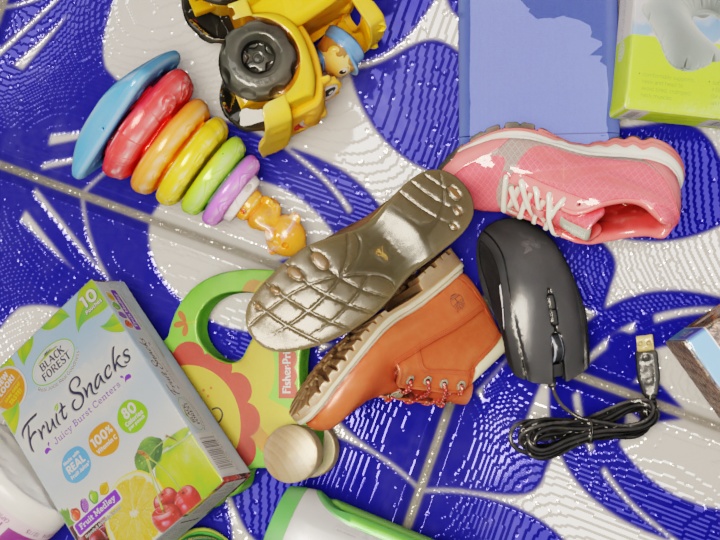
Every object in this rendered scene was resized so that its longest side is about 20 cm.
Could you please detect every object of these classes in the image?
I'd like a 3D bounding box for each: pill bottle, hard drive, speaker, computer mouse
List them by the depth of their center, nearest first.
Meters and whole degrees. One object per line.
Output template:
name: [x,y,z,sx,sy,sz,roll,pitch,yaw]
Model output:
computer mouse: [0.173,0.044,0.886,0.140,0.046,0.201,-3,71,-16]
speaker: [0.022,0.243,0.888,0.199,0.088,0.089,21,89,8]
pill bottle: [-0.345,0.230,0.922,0.200,0.112,0.112,-44,83,3]
hard drive: [0.147,-0.192,0.927,0.131,0.025,0.201,-1,87,8]

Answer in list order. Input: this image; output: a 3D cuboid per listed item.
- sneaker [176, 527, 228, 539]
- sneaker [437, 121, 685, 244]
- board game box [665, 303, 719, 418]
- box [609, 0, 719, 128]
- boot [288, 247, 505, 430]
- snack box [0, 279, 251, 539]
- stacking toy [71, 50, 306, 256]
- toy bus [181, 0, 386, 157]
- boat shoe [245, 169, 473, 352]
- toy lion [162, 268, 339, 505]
sneaker: [-0.081,0.289,0.899,0.200,0.084,0.074,35,91,7]
sneaker: [0.156,-0.062,0.876,0.199,0.074,0.087,1,46,7]
board game box: [0.366,0.063,0.848,0.200,0.097,0.160,-35,83,4]
box: [0.270,-0.218,0.893,0.121,0.048,0.201,6,87,-5]
boot: [0.036,0.077,0.869,0.200,0.075,0.107,-38,94,-31]
snack box: [-0.201,0.129,0.907,0.142,0.053,0.200,-41,73,14]
stacking toy: [-0.125,-0.080,0.926,0.200,0.110,0.116,37,113,-4]
toy bus: [-0.043,-0.217,0.913,0.191,0.136,0.201,-20,86,-10]
boat shoe: [0.000,-0.001,0.865,0.200,0.068,0.072,-36,85,-11]
toy lion: [-0.117,0.100,0.931,0.191,0.069,0.201,0,86,15]
